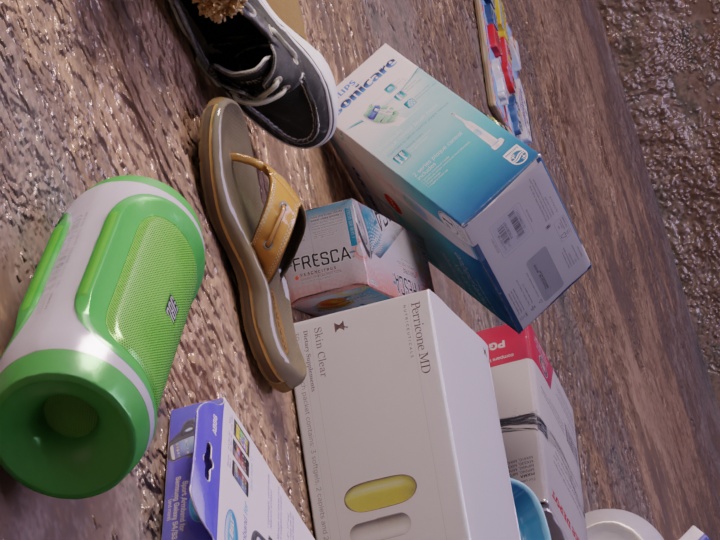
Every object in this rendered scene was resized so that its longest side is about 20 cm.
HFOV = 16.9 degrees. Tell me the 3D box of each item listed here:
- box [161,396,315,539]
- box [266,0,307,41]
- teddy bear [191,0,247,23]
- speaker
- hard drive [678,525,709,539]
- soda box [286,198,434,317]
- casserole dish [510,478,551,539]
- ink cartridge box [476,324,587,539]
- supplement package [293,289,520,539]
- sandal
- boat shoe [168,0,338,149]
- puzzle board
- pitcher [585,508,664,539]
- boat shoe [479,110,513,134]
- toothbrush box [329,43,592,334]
[{"bbox_3d":[-0.069,0.168,1.426,0.119,0.041,0.200,-90,157,-45],"label":"box"},{"bbox_3d":[-0.089,-0.243,1.780,0.200,0.021,0.164,22,54,-72],"label":"box"},{"bbox_3d":[-0.120,-0.219,1.519,0.145,0.067,0.200,52,24,-10],"label":"teddy bear"},{"bbox_3d":[-0.131,0.029,1.233,0.200,0.088,0.089,-79,151,-59],"label":"speaker"},{"bbox_3d":[0.257,0.337,2.213,0.025,0.200,0.132,38,-12,38],"label":"hard drive"},{"bbox_3d":[0.000,0.000,1.798,0.200,0.063,0.069,25,51,-72],"label":"soda box"},{"bbox_3d":[0.095,0.249,1.859,0.121,0.039,0.201,1,67,-29],"label":"casserole dish"},{"bbox_3d":[0.136,0.169,2.100,0.145,0.084,0.200,60,20,-46],"label":"ink cartridge box"},{"bbox_3d":[0.036,0.138,1.702,0.156,0.111,0.201,42,35,-65],"label":"supplement package"},{"bbox_3d":[-0.059,-0.020,1.610,0.080,0.054,0.201,-23,98,-75],"label":"sandal"},{"bbox_3d":[-0.078,-0.144,1.649,0.200,0.071,0.064,53,25,-38],"label":"boat shoe"},{"bbox_3d":[0.162,-0.229,2.724,0.151,0.017,0.201,53,27,-55],"label":"puzzle board"},{"bbox_3d":[0.236,0.320,2.300,0.200,0.121,0.172,67,28,-71],"label":"pitcher"},{"bbox_3d":[0.135,-0.062,2.360,0.061,0.072,0.202,37,34,-61],"label":"boat shoe"},{"bbox_3d":[0.071,-0.065,1.894,0.200,0.085,0.147,41,-12,40],"label":"toothbrush box"}]
